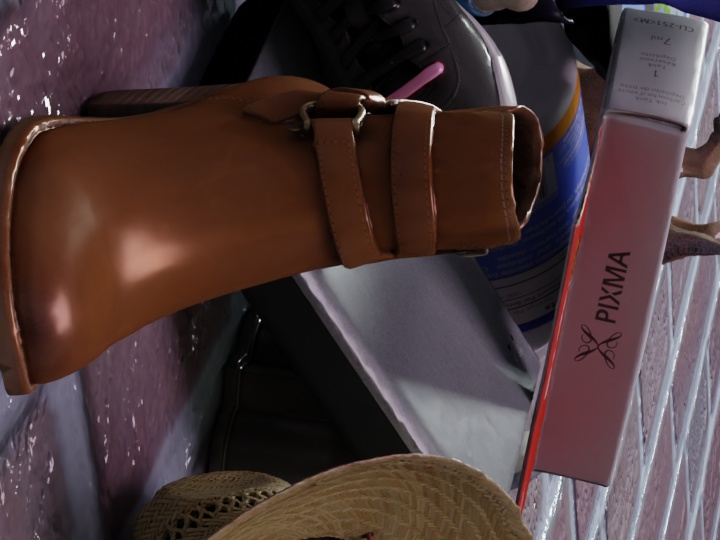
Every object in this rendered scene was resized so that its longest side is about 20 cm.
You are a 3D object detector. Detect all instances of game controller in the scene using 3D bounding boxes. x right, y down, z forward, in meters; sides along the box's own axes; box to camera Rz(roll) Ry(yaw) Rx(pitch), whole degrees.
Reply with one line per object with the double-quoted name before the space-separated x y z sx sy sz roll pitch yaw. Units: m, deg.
"game controller" 0.120 -0.142 1.383 0.200 0.042 0.105 9 73 -78

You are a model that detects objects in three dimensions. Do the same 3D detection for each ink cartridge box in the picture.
"ink cartridge box" 0.106 0.014 1.275 0.174 0.043 0.200 -74 174 -54

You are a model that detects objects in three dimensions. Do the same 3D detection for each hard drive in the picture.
"hard drive" 0.000 0.000 1.148 0.200 0.033 0.140 56 27 -21

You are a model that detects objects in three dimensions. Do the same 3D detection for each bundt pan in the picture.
"bundt pan" -0.004 0.109 1.234 0.202 0.076 0.202 2 90 -76

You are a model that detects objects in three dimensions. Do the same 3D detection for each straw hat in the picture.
"straw hat" -0.039 0.116 1.044 0.085 0.201 0.201 49 -18 38

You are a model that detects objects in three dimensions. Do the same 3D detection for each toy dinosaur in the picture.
"toy dinosaur" 0.114 -0.052 1.492 0.086 0.135 0.200 91 -20 -49

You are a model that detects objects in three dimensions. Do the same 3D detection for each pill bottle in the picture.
"pill bottle" 0.057 -0.029 1.399 0.200 0.112 0.112 77 19 -49

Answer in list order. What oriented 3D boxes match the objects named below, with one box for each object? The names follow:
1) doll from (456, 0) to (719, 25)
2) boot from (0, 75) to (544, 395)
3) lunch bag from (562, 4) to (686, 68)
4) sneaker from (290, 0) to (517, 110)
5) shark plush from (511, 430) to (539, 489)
"doll" 0.064 -0.121 1.227 0.136 0.200 0.049 -97 -172 -75
"boot" -0.027 -0.013 0.934 0.200 0.155 0.077 -48 139 -70
"lunch bag" 0.126 -0.130 1.656 0.170 0.127 0.200 -29 110 -75
"sneaker" -0.007 -0.104 1.104 0.099 0.071 0.200 21 44 -59
"shark plush" 0.037 0.126 1.445 0.083 0.091 0.200 -61 -173 30
